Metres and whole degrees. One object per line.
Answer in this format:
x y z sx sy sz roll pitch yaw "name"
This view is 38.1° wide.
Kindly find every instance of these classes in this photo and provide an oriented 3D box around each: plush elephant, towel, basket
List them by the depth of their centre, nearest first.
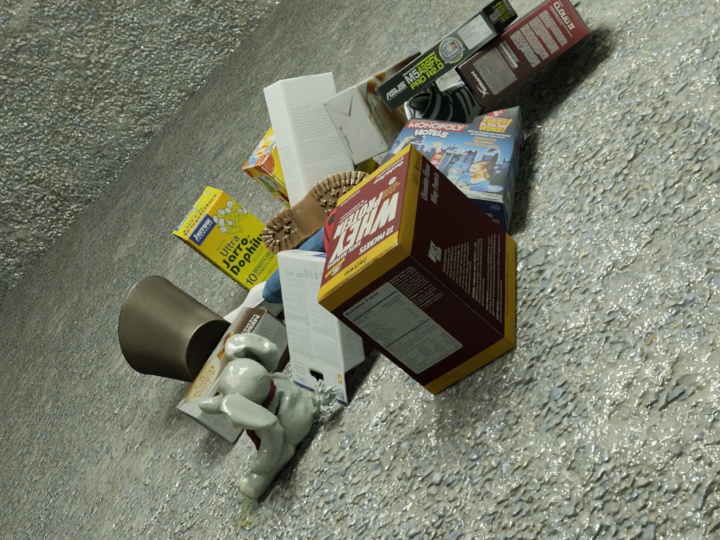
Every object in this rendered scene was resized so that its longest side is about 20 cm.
-0.146 0.185 1.432 0.200 0.154 0.165 -42 24 32 "plush elephant"
-0.069 -0.013 1.642 0.200 0.111 0.049 -40 63 41 "towel"
-0.306 0.115 1.782 0.199 0.135 0.182 14 108 47 "basket"

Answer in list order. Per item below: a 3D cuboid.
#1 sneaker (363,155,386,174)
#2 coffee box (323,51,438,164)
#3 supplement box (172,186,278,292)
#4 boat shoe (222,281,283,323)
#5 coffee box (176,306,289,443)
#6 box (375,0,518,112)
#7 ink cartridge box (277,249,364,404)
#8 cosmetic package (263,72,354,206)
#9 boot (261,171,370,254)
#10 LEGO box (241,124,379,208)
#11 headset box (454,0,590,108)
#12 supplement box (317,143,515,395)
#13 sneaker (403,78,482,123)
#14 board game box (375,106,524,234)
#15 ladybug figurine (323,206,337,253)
0.009 -0.113 1.696 0.200 0.085 0.078 -44 23 18 "sneaker"
0.045 -0.269 1.710 0.079 0.115 0.200 -19 14 42 "coffee box"
-0.217 -0.045 1.865 0.109 0.200 0.109 -54 23 -7 "supplement box"
-0.185 0.087 1.787 0.199 0.072 0.069 -33 44 31 "boat shoe"
-0.195 0.163 1.669 0.201 0.080 0.114 -57 24 -13 "coffee box"
0.129 -0.323 1.546 0.199 0.044 0.160 -33 9 29 "box"
-0.056 0.074 1.494 0.043 0.202 0.196 -12 9 -25 "ink cartridge box"
-0.081 -0.214 1.711 0.101 0.202 0.071 -15 5 -29 "cosmetic package"
-0.055 -0.090 1.656 0.199 0.075 0.107 -29 -12 12 "boot"
-0.078 -0.172 1.798 0.149 0.200 0.077 -58 24 -18 "LEGO box"
0.239 -0.325 1.517 0.199 0.075 0.149 -35 7 9 "headset box"
0.074 -0.002 1.263 0.132 0.200 0.198 -35 28 32 "supplement box"
0.137 -0.275 1.668 0.070 0.108 0.201 -25 34 44 "sneaker"
0.143 -0.150 1.445 0.199 0.062 0.200 11 49 27 "board game box"
-0.002 -0.016 1.478 0.136 0.071 0.201 112 143 -53 "ladybug figurine"
